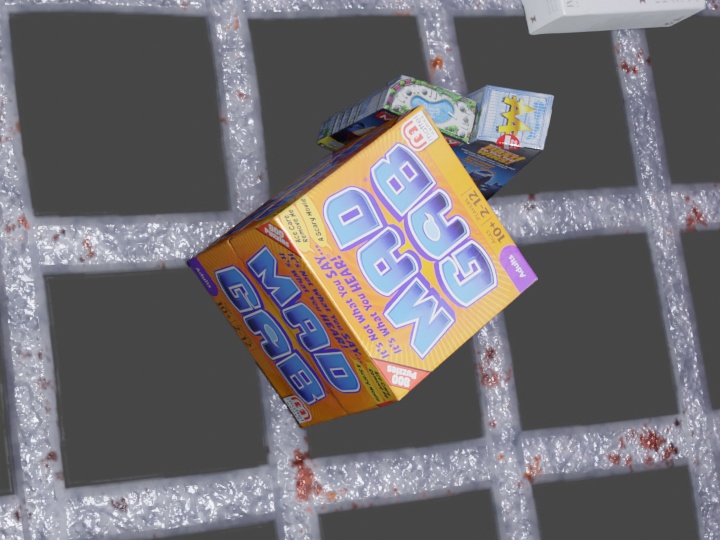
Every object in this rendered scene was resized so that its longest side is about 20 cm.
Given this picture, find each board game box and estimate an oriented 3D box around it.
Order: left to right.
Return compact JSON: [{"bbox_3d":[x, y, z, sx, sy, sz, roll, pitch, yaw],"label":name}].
[{"bbox_3d":[0.000,0.000,1.858,0.200,0.200,0.200,-39,99,-30],"label":"board game box"},{"bbox_3d":[0.090,-0.140,1.939,0.199,0.200,0.062,20,70,-24],"label":"board game box"}]

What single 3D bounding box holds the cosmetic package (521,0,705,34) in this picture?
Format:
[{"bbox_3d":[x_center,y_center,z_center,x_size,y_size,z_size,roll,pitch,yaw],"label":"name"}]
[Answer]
[{"bbox_3d":[0.274,-0.320,2.156,0.199,0.074,0.102,-8,82,-31],"label":"cosmetic package"}]
